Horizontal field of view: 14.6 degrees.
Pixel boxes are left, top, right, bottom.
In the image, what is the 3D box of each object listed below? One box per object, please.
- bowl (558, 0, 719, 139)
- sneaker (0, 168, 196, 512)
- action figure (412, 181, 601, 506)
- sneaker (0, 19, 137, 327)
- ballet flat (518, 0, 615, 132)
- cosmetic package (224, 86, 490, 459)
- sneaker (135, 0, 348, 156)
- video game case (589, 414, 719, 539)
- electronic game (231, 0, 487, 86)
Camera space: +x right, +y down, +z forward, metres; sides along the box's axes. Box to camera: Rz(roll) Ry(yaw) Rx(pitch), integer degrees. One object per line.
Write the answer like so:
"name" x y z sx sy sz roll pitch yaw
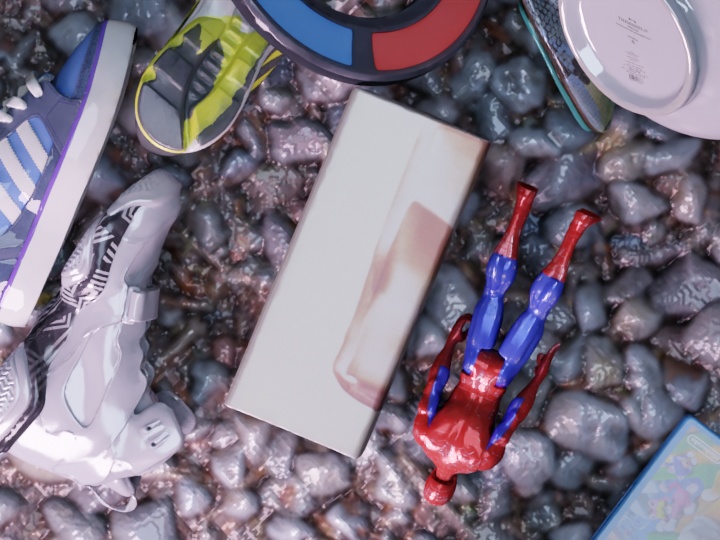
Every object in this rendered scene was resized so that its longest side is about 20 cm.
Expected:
"bowl" 0.171 -0.146 1.519 0.090 0.201 0.201 -34 92 -30
"sneaker" -0.135 0.044 1.670 0.115 0.075 0.200 33 98 -1
"action figure" 0.081 0.049 1.677 0.065 0.052 0.200 24 98 5
"sneaker" -0.229 -0.076 1.660 0.146 0.081 0.200 23 99 -4
"ballet flat" 0.114 -0.175 1.639 0.074 0.074 0.200 -32 106 3
"cosmetic package" 0.000 0.000 1.650 0.087 0.103 0.200 23 94 1
"sneaker" -0.072 -0.147 1.660 0.074 0.085 0.200 44 71 -7
"video game case" 0.194 0.208 1.698 0.143 0.018 0.200 37 93 -2
"electronic game" -0.006 -0.203 1.624 0.200 0.042 0.200 10 71 -31
